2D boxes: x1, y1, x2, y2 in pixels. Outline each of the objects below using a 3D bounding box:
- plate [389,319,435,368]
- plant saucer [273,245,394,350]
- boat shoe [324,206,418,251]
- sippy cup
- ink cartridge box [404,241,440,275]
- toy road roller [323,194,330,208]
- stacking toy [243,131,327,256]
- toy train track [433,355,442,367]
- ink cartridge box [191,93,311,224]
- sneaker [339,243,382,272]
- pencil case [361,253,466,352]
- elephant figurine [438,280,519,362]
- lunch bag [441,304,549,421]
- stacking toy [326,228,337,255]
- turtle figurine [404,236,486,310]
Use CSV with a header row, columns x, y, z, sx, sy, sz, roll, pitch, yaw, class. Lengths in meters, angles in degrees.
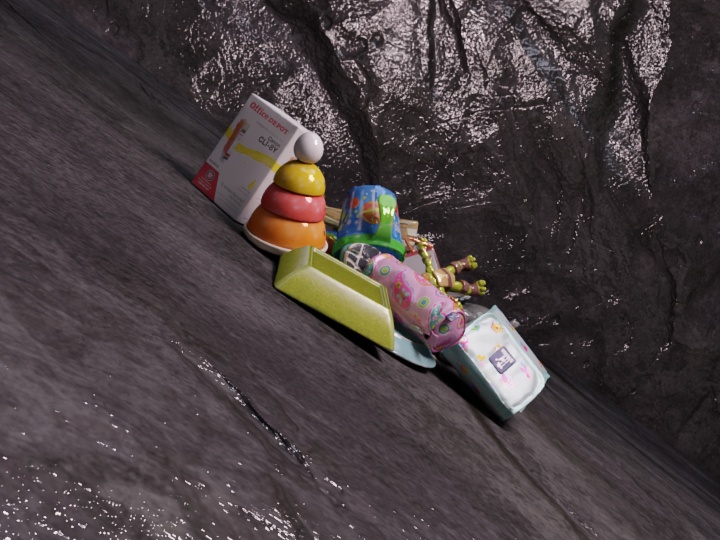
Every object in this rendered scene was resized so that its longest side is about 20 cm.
x,y,z,sx,sy,sz,roll,pitch,yaw,class
0.045,0.092,1.554,0.200,0.026,0.200,31,10,-6,plate
-0.029,0.028,1.440,0.200,0.048,0.200,30,11,-8,plant saucer
0.018,-0.102,1.868,0.199,0.076,0.072,17,15,6,boat shoe
0.016,-0.082,1.749,0.177,0.131,0.140,-14,-27,34,sippy cup
0.087,0.005,1.912,0.200,0.147,0.086,-43,116,-84,ink cartridge box
-0.139,-0.152,2.059,0.146,0.123,0.200,49,8,13,toy road roller
-0.103,-0.130,1.560,0.146,0.201,0.146,15,21,-6,stacking toy
0.100,0.115,1.714,0.115,0.033,0.200,35,7,-14,toy train track
-0.186,-0.194,1.698,0.145,0.200,0.083,39,7,33,ink cartridge box
0.000,0.000,1.673,0.079,0.078,0.200,19,-9,23,sneaker
0.084,0.053,1.558,0.200,0.088,0.087,41,8,36,pencil case
0.175,0.087,1.842,0.155,0.142,0.200,26,14,-31,elephant figurine
0.229,0.162,1.625,0.171,0.122,0.200,53,17,8,lunch bag
-0.066,-0.044,1.829,0.085,0.085,0.200,37,10,14,stacking toy
0.159,0.025,1.740,0.161,0.064,0.200,-3,54,-44,turtle figurine
